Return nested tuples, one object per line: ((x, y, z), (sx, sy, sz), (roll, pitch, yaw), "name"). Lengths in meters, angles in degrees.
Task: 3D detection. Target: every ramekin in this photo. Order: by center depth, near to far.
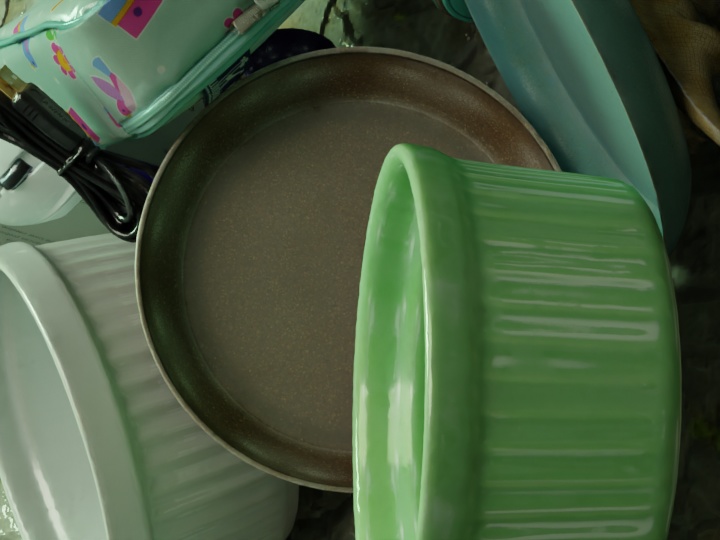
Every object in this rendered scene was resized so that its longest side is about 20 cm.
((0.058, 0.051, 0.854), (0.200, 0.097, 0.200), (-178, 90, -83), "ramekin")
((-0.110, 0.073, 1.056), (0.200, 0.105, 0.200), (47, 145, 47), "ramekin")

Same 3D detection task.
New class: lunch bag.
((-0.087, -0.132, 1.030), (0.160, 0.077, 0.200), (-43, 16, -19), "lunch bag")

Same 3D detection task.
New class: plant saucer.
((0.085, -0.094, 0.895), (0.027, 0.200, 0.200), (-29, 46, -5), "plant saucer")
((0.000, 0.000, 0.971), (0.032, 0.200, 0.201), (87, -168, -82), "plant saucer")

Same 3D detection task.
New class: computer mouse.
((-0.166, -0.048, 1.051), (0.044, 0.110, 0.200), (-58, 15, -13), "computer mouse")

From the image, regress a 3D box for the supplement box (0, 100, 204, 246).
((-0.168, -0.060, 1.227), (0.200, 0.101, 0.104), (-27, 58, 42), "supplement box")

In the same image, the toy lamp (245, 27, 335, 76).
((-0.034, -0.021, 1.091), (0.058, 0.058, 0.200), (-25, 57, 43), "toy lamp")

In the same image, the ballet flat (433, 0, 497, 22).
((0.103, -0.197, 0.981), (0.200, 0.067, 0.070), (-43, 43, 25), "ballet flat")

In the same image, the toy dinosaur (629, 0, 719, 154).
((0.128, -0.085, 0.870), (0.058, 0.101, 0.200), (-31, 49, 17), "toy dinosaur")
